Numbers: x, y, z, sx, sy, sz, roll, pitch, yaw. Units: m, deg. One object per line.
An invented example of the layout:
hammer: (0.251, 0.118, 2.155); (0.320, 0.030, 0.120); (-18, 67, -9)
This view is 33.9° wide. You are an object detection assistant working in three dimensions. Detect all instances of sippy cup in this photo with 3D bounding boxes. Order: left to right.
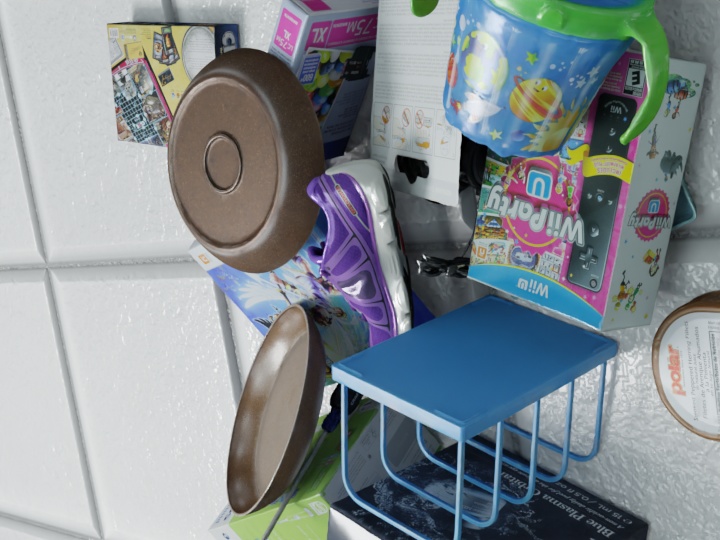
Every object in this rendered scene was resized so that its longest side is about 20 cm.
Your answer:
sippy cup: (0.119, -0.155, 0.825); (0.179, 0.138, 0.131); (-111, 30, -47)

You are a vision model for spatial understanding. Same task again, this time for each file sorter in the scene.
file sorter: (0.094, 0.121, 0.975); (0.138, 0.199, 0.124); (22, 121, 40)

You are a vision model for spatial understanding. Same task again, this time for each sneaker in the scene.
sneaker: (0.000, 0.000, 1.018); (0.083, 0.081, 0.202); (-10, 114, 7)

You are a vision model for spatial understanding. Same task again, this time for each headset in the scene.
headset: (0.076, -0.094, 0.998); (0.123, 0.093, 0.202); (-10, 82, 52)

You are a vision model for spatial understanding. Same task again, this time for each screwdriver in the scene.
screwdriver: (-0.040, 0.160, 1.084); (0.028, 0.201, 0.029); (23, 152, 19)

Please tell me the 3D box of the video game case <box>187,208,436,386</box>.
video game case: (-0.046, 0.018, 1.137); (0.200, 0.046, 0.181); (50, 141, -16)

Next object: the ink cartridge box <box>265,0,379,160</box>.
ink cartridge box: (-0.045, -0.160, 1.090); (0.042, 0.119, 0.201); (42, 128, 25)

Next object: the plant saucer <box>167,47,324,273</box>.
plant saucer: (-0.112, -0.096, 1.053); (0.199, 0.034, 0.202); (10, 104, 43)

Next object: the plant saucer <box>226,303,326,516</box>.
plant saucer: (-0.076, 0.131, 1.101); (0.200, 0.032, 0.202); (-163, 90, -72)

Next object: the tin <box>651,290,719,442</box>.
tin: (0.302, 0.073, 0.858); (0.199, 0.042, 0.113); (0, 98, 47)

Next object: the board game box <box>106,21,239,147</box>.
board game box: (-0.206, -0.205, 1.309); (0.199, 0.034, 0.137); (13, 111, 44)

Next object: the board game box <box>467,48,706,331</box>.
board game box: (0.168, -0.072, 0.909); (0.147, 0.064, 0.202); (23, 111, 47)

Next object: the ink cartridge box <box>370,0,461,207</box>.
ink cartridge box: (0.066, -0.163, 0.974); (0.162, 0.050, 0.202); (-157, 66, -62)

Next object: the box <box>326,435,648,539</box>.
box: (0.105, 0.253, 1.000); (0.196, 0.199, 0.119); (23, 118, 39)

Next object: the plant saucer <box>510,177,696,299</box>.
plant saucer: (0.184, -0.040, 0.960); (0.199, 0.019, 0.070); (-29, 81, 48)

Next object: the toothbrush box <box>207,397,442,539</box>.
toothbrush box: (-0.036, 0.215, 1.164); (0.086, 0.146, 0.199); (49, 137, -13)
